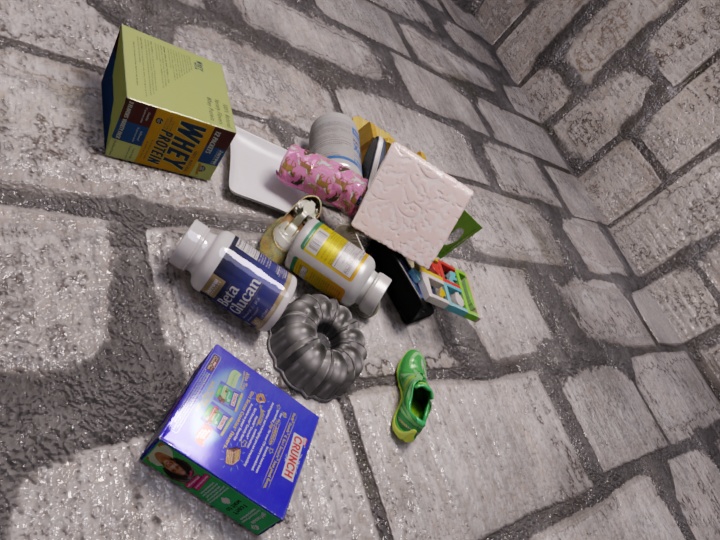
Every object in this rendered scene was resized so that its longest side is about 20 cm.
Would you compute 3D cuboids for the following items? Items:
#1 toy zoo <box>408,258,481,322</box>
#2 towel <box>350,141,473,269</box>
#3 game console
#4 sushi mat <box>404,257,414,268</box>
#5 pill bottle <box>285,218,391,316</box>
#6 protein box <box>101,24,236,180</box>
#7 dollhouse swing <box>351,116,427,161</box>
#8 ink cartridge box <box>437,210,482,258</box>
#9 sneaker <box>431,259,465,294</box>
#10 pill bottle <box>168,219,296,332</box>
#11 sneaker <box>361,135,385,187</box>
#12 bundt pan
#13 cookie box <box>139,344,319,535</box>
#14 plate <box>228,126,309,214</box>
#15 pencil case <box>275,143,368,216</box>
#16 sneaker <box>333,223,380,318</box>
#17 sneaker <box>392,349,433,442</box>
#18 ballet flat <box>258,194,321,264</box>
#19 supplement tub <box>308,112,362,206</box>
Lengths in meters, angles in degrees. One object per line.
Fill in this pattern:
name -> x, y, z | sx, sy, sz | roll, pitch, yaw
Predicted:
toy zoo -> 0.185, 0.031, 1.191 | 0.197, 0.020, 0.133 | 24, 41, -32
towel -> 0.105, -0.130, 1.099 | 0.197, 0.194, 0.032 | 29, 10, -7
game console -> 0.105, 0.005, 1.214 | 0.174, 0.116, 0.203 | -10, 65, -49
sushi mat -> 0.130, -0.027, 1.313 | 0.203, 0.012, 0.096 | 58, 23, -1
pill bottle -> -0.040, -0.002, 1.044 | 0.198, 0.114, 0.113 | 33, 37, 3
protein box -> -0.364, -0.309, 1.002 | 0.197, 0.135, 0.202 | 9, 50, -39
dollhouse swing -> 0.076, -0.368, 1.487 | 0.197, 0.180, 0.180 | 21, 64, -30
ink cartridge box -> 0.163, -0.100, 1.210 | 0.199, 0.147, 0.077 | 38, 38, -19
sneaker -> 0.210, 0.008, 1.326 | 0.092, 0.077, 0.199 | 57, 21, 9
pill bottle -> -0.214, 0.006, 0.893 | 0.198, 0.111, 0.112 | 35, 38, -16
sneaker -> 0.073, -0.207, 1.266 | 0.142, 0.207, 0.077 | 5, 18, -17
bundt pan -> -0.067, 0.127, 0.965 | 0.199, 0.076, 0.205 | 27, 40, -26
cookie box -> -0.175, 0.237, 0.756 | 0.199, 0.075, 0.173 | 39, 37, -12
plate -> -0.202, -0.205, 1.160 | 0.196, 0.032, 0.204 | 20, 45, -34
pencil case -> -0.080, -0.193, 1.139 | 0.196, 0.084, 0.087 | 26, 41, -1
sneaker -> 0.000, 0.000, 1.151 | 0.106, 0.073, 0.205 | 7, 66, -82
sneaker -> 0.114, 0.238, 1.042 | 0.073, 0.084, 0.203 | 32, 39, -19
ballet flat -> -0.136, -0.087, 1.065 | 0.070, 0.071, 0.201 | 41, 48, -8
supplement tub -> -0.061, -0.267, 1.276 | 0.130, 0.132, 0.204 | 23, 44, -29
